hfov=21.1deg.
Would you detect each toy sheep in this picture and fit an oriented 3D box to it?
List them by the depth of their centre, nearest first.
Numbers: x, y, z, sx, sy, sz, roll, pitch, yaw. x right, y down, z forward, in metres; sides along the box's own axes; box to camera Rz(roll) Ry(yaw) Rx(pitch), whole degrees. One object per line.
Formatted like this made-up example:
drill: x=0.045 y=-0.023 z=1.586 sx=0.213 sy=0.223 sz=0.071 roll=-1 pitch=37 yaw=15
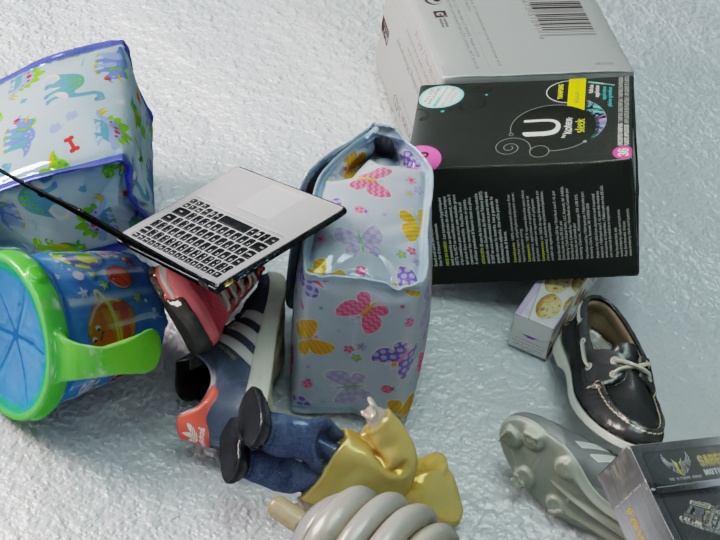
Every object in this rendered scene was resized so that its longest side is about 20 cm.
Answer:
toy sheep: x=0.012 y=0.224 z=1.401 sx=0.199 sy=0.139 sz=0.138 roll=27 pitch=43 yaw=18

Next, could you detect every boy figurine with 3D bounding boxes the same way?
boy figurine: x=-0.004 y=0.149 z=1.496 sx=0.199 sy=0.125 sz=0.065 roll=16 pitch=32 yaw=-22

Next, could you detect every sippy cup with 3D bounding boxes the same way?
sippy cup: x=-0.233 y=0.041 z=1.565 sx=0.130 sy=0.140 sz=0.178 roll=-13 pitch=57 yaw=-40

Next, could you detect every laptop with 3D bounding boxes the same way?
laptop: x=-0.151 y=-0.063 z=1.523 sx=0.199 sy=0.117 sz=0.187 roll=-31 pitch=27 yaw=-21

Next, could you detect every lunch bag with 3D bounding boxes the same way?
lunch bag: x=0.000 y=0.000 z=1.623 sx=0.126 sy=0.170 sz=0.201 roll=8 pitch=44 yaw=2
lunch bag: x=-0.284 y=-0.092 z=1.698 sx=0.198 sy=0.128 sz=0.171 roll=-12 pitch=43 yaw=3

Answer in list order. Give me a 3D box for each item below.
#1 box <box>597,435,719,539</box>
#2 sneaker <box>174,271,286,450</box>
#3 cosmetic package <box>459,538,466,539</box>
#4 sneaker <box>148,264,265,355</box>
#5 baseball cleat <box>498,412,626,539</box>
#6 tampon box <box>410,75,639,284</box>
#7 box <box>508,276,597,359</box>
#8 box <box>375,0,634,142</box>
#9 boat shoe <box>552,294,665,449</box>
box: x=0.298 y=0.205 z=1.490 sx=0.199 sy=0.048 sz=0.159 roll=-2 pitch=54 yaw=-35
sneaker: x=-0.108 y=0.069 z=1.597 sx=0.084 sy=0.075 sz=0.201 roll=4 pitch=37 yaw=4
cosmetic package: x=0.036 y=0.275 z=1.297 sx=0.082 sy=0.201 sz=0.051 roll=-22 pitch=50 yaw=-32
sneaker: x=-0.119 y=0.001 z=1.587 sx=0.086 sy=0.074 sz=0.200 roll=-27 pitch=18 yaw=5
baseball cleat: x=0.206 y=0.174 z=1.559 sx=0.200 sy=0.070 sz=0.106 roll=40 pitch=42 yaw=16
tampon box: x=0.148 y=-0.082 z=1.736 sx=0.198 sy=0.127 sz=0.150 roll=-2 pitch=35 yaw=9
box: x=0.191 y=0.004 z=1.757 sx=0.041 sy=0.039 sz=0.200 roll=24 pitch=43 yaw=15
box: x=0.137 y=-0.200 z=1.904 sx=0.198 sy=0.131 sz=0.200 roll=-4 pitch=43 yaw=-15
boat shoe: x=0.213 y=0.085 z=1.611 sx=0.073 sy=0.061 sz=0.200 roll=19 pitch=20 yaw=-14
